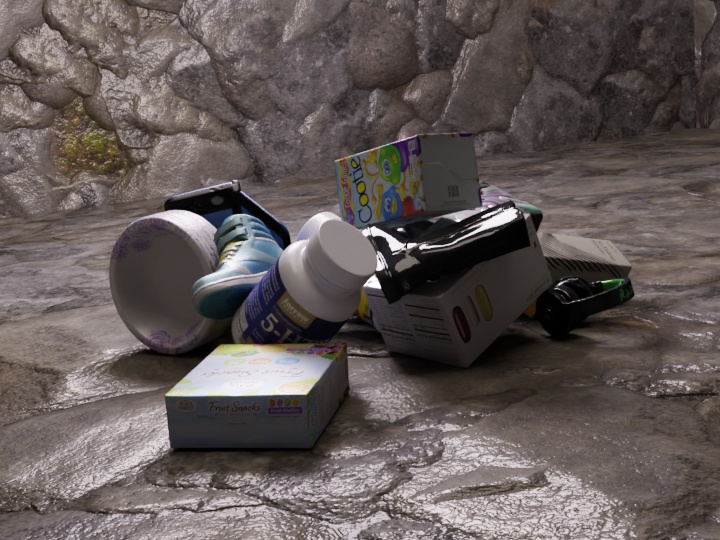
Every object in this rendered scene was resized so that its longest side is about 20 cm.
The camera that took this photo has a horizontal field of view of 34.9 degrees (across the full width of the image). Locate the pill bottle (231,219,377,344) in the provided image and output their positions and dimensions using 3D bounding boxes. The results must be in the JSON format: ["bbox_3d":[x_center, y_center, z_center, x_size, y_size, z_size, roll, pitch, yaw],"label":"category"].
[{"bbox_3d":[-0.068,0.033,1.453,0.119,0.120,0.200,-19,-24,-51],"label":"pill bottle"}]

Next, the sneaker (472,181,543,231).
[{"bbox_3d":[0.181,-0.092,1.784,0.139,0.079,0.199,35,23,30],"label":"sneaker"}]

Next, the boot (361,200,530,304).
[{"bbox_3d":[0.108,-0.045,1.477,0.198,0.066,0.166,-26,33,4],"label":"boot"}]

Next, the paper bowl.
[{"bbox_3d":[-0.262,0.013,1.672,0.198,0.204,0.104,2,12,30],"label":"paper bowl"}]

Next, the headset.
[{"bbox_3d":[0.279,0.036,1.593,0.198,0.095,0.123,-18,3,30],"label":"headset"}]

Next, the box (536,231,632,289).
[{"bbox_3d":[0.296,-0.007,1.703,0.197,0.069,0.082,4,31,-24],"label":"box"}]

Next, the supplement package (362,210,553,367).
[{"bbox_3d":[0.133,0.019,1.544,0.154,0.112,0.200,8,40,48],"label":"supplement package"}]

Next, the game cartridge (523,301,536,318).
[{"bbox_3d":[0.240,-0.010,1.775,0.199,0.033,0.175,38,34,26],"label":"game cartridge"}]

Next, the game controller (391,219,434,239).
[{"bbox_3d":[0.143,-0.035,1.828,0.197,0.043,0.105,20,30,0],"label":"game controller"}]

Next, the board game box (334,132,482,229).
[{"bbox_3d":[0.063,-0.122,1.597,0.104,0.105,0.199,-6,-2,-36],"label":"board game box"}]

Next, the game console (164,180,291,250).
[{"bbox_3d":[-0.193,-0.027,1.741,0.168,0.201,0.120,-14,55,-7],"label":"game console"}]

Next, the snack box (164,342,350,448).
[{"bbox_3d":[-0.113,0.141,1.323,0.166,0.069,0.200,-2,14,12],"label":"snack box"}]

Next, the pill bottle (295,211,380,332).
[{"bbox_3d":[0.000,0.000,1.682,0.113,0.116,0.199,-15,38,-43],"label":"pill bottle"}]

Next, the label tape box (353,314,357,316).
[{"bbox_3d":[0.042,0.029,1.808,0.197,0.064,0.144,2,11,29],"label":"label tape box"}]

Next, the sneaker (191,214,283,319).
[{"bbox_3d":[-0.179,-0.011,1.548,0.080,0.131,0.199,-44,-18,30],"label":"sneaker"}]
